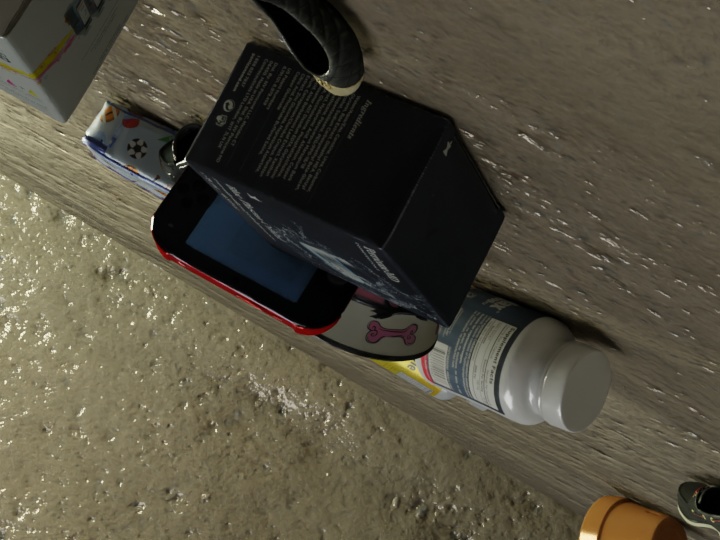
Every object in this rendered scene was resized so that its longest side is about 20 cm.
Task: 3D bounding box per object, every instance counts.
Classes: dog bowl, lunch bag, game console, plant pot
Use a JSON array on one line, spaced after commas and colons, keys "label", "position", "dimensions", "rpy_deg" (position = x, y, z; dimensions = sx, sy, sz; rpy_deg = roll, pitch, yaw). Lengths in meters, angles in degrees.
[{"label": "dog bowl", "position": [0.000, 0.000, 1.391], "dimensions": [0.198, 0.074, 0.201], "rpy_deg": [21, -154, -11]}, {"label": "lunch bag", "position": [-0.240, -0.126, 1.713], "dimensions": [0.198, 0.076, 0.160], "rpy_deg": [31, 173, -3]}, {"label": "game console", "position": [-0.077, -0.049, 1.302], "dimensions": [0.198, 0.178, 0.031], "rpy_deg": [29, 157, 7]}, {"label": "plant pot", "position": [0.516, 0.522, 2.595], "dimensions": [0.139, 0.203, 0.199], "rpy_deg": [-5, 149, 44]}]

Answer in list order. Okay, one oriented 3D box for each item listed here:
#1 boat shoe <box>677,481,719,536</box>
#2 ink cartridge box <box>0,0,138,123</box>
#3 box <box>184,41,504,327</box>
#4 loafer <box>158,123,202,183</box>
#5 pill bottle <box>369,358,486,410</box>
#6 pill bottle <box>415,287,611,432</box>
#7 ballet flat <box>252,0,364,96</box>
[{"label": "boat shoe", "position": [0.493, 0.324, 1.931], "dimensions": [0.201, 0.073, 0.064], "rpy_deg": [-146, 33, -76]}, {"label": "ink cartridge box", "position": [-0.248, -0.221, 0.973], "dimensions": [0.144, 0.146, 0.200], "rpy_deg": [29, 170, 4]}, {"label": "box", "position": [-0.007, -0.068, 1.158], "dimensions": [0.198, 0.119, 0.197], "rpy_deg": [24, 170, 26]}, {"label": "loafer", "position": [-0.176, -0.131, 1.531], "dimensions": [0.071, 0.068, 0.200], "rpy_deg": [55, 163, -25]}, {"label": "pill bottle", "position": [0.087, 0.090, 1.737], "dimensions": [0.198, 0.113, 0.112], "rpy_deg": [30, 171, -6]}, {"label": "pill bottle", "position": [0.166, 0.098, 1.515], "dimensions": [0.199, 0.121, 0.119], "rpy_deg": [21, 168, 41]}, {"label": "ballet flat", "position": [-0.050, -0.166, 0.931], "dimensions": [0.066, 0.057, 0.200], "rpy_deg": [25, 170, 28]}]
